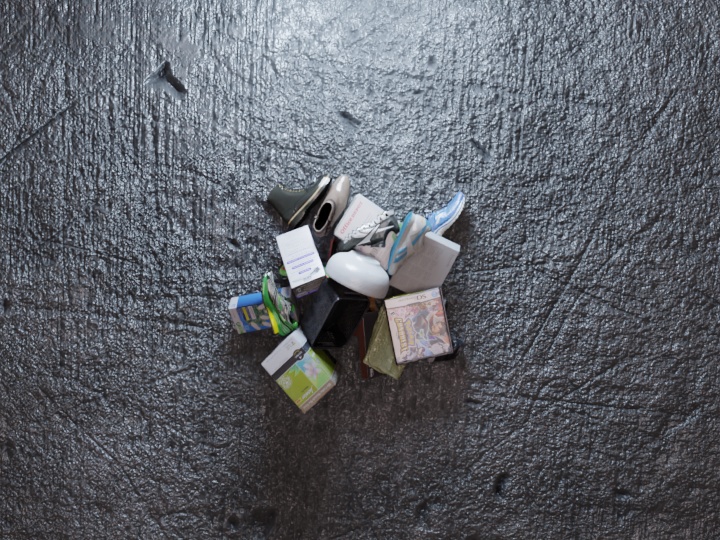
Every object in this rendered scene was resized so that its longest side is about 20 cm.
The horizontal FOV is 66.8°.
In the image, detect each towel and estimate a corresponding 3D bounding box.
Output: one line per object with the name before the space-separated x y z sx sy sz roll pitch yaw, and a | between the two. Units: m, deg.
towel | 0.096 0.215 1.666 0.147 0.036 0.203 28 73 -26

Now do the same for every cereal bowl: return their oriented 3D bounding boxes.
cereal bowl | 0.000 0.000 1.576 0.197 0.200 0.085 25 101 1

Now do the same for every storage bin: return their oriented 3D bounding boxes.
storage bin | -0.076 0.130 1.624 0.133 0.094 0.202 5 126 -38

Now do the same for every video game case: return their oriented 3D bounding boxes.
video game case | 0.173 0.165 1.631 0.177 0.026 0.204 -12 93 -1

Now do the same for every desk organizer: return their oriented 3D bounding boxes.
desk organizer | 0.016 0.227 1.688 0.071 0.076 0.205 -8 96 -41

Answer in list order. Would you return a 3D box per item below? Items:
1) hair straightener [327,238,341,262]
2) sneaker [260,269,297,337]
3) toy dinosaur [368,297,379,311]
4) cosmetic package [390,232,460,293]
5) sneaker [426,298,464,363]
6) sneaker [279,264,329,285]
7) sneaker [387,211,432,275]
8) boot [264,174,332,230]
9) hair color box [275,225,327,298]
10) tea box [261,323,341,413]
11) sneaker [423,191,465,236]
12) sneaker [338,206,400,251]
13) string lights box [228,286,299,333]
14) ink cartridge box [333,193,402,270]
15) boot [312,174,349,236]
hair straightener | -0.074 0.009 1.696 0.076 0.041 0.204 16 96 21
sneaker | -0.241 0.091 1.614 0.084 0.078 0.204 -18 104 -2
toy dinosaur | 0.025 0.039 1.693 0.105 0.060 0.203 -24 93 6
cosmetic package | 0.191 -0.015 1.650 0.149 0.052 0.202 26 119 3
sneaker | 0.269 0.189 1.689 0.111 0.075 0.205 9 95 -4
sneaker | -0.156 0.031 1.692 0.196 0.077 0.085 17 135 18
sneaker | 0.136 -0.064 1.569 0.079 0.077 0.202 21 119 -9
boot | -0.193 -0.246 1.678 0.138 0.077 0.201 42 95 4
hair color box | -0.175 -0.028 1.639 0.107 0.065 0.202 -20 55 -3
tea box | -0.172 0.289 1.653 0.133 0.200 0.197 -43 91 6
sneaker | 0.240 -0.164 1.656 0.089 0.079 0.201 41 96 -3
sneaker | 0.031 -0.097 1.592 0.198 0.066 0.092 -32 90 2
string lights box | -0.298 0.123 1.699 0.196 0.059 0.104 -11 123 4
ink cartridge box | 0.036 -0.118 1.666 0.198 0.088 0.147 34 95 -2
boot | -0.086 -0.195 1.636 0.069 0.146 0.204 20 95 3
